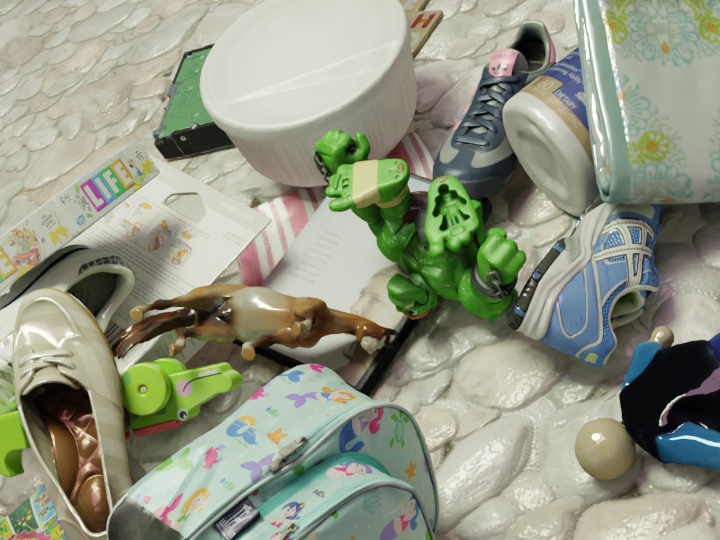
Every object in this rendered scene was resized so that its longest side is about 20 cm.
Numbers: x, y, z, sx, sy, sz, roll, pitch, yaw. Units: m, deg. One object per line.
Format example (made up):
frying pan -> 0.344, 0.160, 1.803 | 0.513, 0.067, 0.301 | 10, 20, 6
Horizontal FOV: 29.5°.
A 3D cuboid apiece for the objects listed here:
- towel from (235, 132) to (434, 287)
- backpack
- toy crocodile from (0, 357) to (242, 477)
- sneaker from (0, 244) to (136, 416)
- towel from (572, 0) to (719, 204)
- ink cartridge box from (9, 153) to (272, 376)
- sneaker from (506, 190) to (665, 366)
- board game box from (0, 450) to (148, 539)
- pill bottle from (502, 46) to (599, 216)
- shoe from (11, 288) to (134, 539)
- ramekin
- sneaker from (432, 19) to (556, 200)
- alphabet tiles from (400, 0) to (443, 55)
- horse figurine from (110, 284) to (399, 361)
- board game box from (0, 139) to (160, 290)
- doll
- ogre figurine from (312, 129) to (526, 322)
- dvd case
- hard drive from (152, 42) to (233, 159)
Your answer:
towel -> -0.020, -0.041, 1.191 | 0.198, 0.030, 0.147 | -27, 38, 4
backpack -> -0.035, 0.165, 0.844 | 0.149, 0.179, 0.200 | 16, 46, 40
toy crocodile -> -0.184, 0.105, 1.012 | 0.197, 0.063, 0.068 | -13, -1, 3
sneaker -> -0.255, 0.058, 1.043 | 0.201, 0.077, 0.080 | -51, 34, -18
towel -> 0.246, -0.147, 0.997 | 0.169, 0.048, 0.203 | -3, 75, -5
ink cartridge box -> -0.181, 0.001, 1.152 | 0.176, 0.045, 0.199 | -46, 43, -16
sneaker -> 0.182, -0.005, 0.993 | 0.077, 0.076, 0.200 | 35, 55, 11
board game box -> -0.215, 0.230, 0.982 | 0.200, 0.065, 0.147 | -40, 37, -13
pill bottle -> 0.219, -0.143, 1.078 | 0.199, 0.112, 0.111 | -37, 37, -10
shoe -> -0.197, 0.099, 0.944 | 0.069, 0.053, 0.202 | -21, 71, -1
ramekin -> -0.039, -0.164, 1.237 | 0.200, 0.095, 0.204 | -13, 44, 12
sneaker -> 0.110, -0.137, 1.142 | 0.069, 0.083, 0.201 | 11, 41, 23
alphabet tiles -> -0.015, -0.237, 1.433 | 0.198, 0.008, 0.168 | 6, 50, 39
horse figurine -> -0.085, 0.040, 1.014 | 0.197, 0.051, 0.132 | 1, 8, 21
board game box -> -0.266, -0.022, 1.098 | 0.199, 0.034, 0.135 | -31, 11, 29
doll -> 0.227, 0.077, 0.871 | 0.198, 0.049, 0.137 | -26, 36, 5
ogre figurine -> 0.053, -0.024, 1.015 | 0.198, 0.120, 0.099 | 12, 63, 30
dvd case -> 0.000, 0.000, 1.108 | 0.142, 0.018, 0.201 | 20, 63, 34
hard drive -> -0.111, -0.190, 1.409 | 0.198, 0.038, 0.141 | -10, 45, 26
